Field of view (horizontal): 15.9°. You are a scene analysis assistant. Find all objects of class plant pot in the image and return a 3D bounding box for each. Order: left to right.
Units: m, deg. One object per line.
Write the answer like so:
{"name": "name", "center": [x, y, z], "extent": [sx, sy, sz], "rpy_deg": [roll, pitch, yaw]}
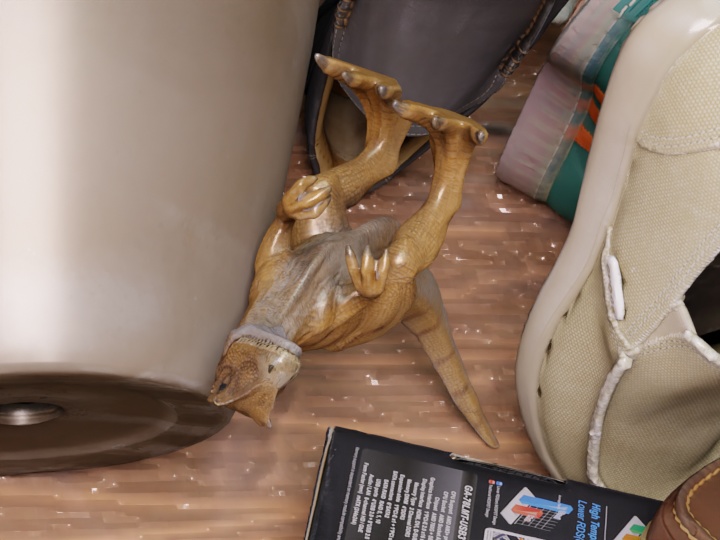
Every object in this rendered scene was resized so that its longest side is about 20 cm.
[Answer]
{"name": "plant pot", "center": [-0.097, -0.039, 0.722], "extent": [0.199, 0.200, 0.174], "rpy_deg": [2, 72, -21]}

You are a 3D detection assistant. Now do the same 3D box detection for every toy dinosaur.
{"name": "toy dinosaur", "center": [0.000, 0.000, 0.722], "extent": [0.060, 0.106, 0.200], "rpy_deg": [24, 11, 20]}

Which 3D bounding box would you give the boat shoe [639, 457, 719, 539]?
{"name": "boat shoe", "center": [0.163, 0.053, 0.732], "extent": [0.200, 0.068, 0.072], "rpy_deg": [-11, 41, -32]}

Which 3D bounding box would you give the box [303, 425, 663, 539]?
{"name": "box", "center": [0.071, 0.137, 0.682], "extent": [0.198, 0.050, 0.200], "rpy_deg": [13, 35, -1]}

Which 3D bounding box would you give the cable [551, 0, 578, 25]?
{"name": "cable", "center": [0.082, -0.133, 0.941], "extent": [0.050, 0.097, 0.200], "rpy_deg": [65, 30, -12]}

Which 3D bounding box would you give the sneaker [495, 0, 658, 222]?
{"name": "sneaker", "center": [0.101, -0.062, 0.797], "extent": [0.080, 0.200, 0.071], "rpy_deg": [29, 71, 3]}

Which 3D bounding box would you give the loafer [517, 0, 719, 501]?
{"name": "loafer", "center": [0.096, 0.009, 0.731], "extent": [0.076, 0.200, 0.068], "rpy_deg": [-22, 51, -23]}

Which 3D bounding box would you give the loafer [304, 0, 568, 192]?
{"name": "loafer", "center": [0.024, -0.073, 0.776], "extent": [0.073, 0.200, 0.073], "rpy_deg": [15, 76, -5]}
